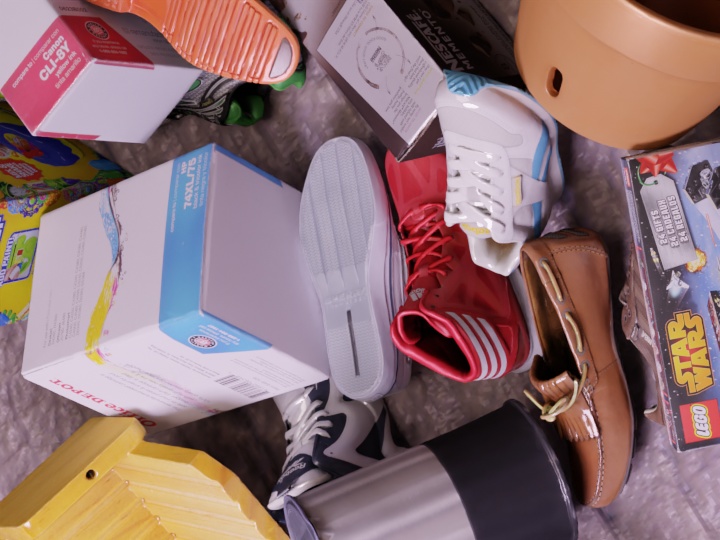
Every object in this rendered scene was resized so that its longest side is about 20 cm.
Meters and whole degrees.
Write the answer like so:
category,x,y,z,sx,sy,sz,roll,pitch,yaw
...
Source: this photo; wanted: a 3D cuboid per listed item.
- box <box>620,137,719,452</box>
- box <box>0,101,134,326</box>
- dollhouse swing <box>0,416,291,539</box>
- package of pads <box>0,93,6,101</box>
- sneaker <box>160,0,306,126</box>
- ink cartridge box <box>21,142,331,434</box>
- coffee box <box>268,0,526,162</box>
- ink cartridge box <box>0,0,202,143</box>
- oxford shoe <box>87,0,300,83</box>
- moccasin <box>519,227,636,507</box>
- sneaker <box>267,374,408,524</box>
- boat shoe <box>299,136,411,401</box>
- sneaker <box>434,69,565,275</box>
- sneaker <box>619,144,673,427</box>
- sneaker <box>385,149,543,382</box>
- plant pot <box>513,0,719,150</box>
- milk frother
category,x,y,z,sx,sy,sz,roll,pitch,yaw
box,0.258,0.010,1.538,0.136,0.040,0.202,-10,95,0
box,-0.328,-0.055,1.909,0.199,0.192,0.123,31,115,27
dollhouse swing,-0.159,0.239,1.797,0.200,0.182,0.176,53,168,-26
package of pads,-0.265,-0.241,1.906,0.153,0.068,0.202,5,102,37
sneaker,-0.128,-0.144,1.816,0.199,0.078,0.086,-24,85,36
ink cartridge box,-0.140,0.019,1.783,0.199,0.146,0.147,-19,57,37
coffee box,0.020,-0.183,1.678,0.200,0.113,0.080,52,124,18
ink cartridge box,-0.237,-0.198,1.752,0.084,0.145,0.200,-48,68,23
oxford shoe,-0.123,-0.203,1.696,0.199,0.073,0.072,31,113,13
moccasin,0.150,0.073,1.637,0.074,0.077,0.203,28,129,61
sneaker,-0.038,0.134,1.769,0.079,0.129,0.200,-43,73,33
boat shoe,0.000,0.000,1.756,0.073,0.067,0.202,-5,85,29
sneaker,0.093,-0.068,1.593,0.076,0.200,0.081,17,69,26
sneaker,0.208,0.015,1.605,0.075,0.070,0.202,-12,90,42
sneaker,0.057,-0.011,1.681,0.078,0.115,0.201,-39,75,34
plant pot,0.189,-0.177,1.521,0.200,0.199,0.140,48,140,19
milk frother,0.072,0.227,1.643,0.200,0.187,0.182,-127,19,-49
